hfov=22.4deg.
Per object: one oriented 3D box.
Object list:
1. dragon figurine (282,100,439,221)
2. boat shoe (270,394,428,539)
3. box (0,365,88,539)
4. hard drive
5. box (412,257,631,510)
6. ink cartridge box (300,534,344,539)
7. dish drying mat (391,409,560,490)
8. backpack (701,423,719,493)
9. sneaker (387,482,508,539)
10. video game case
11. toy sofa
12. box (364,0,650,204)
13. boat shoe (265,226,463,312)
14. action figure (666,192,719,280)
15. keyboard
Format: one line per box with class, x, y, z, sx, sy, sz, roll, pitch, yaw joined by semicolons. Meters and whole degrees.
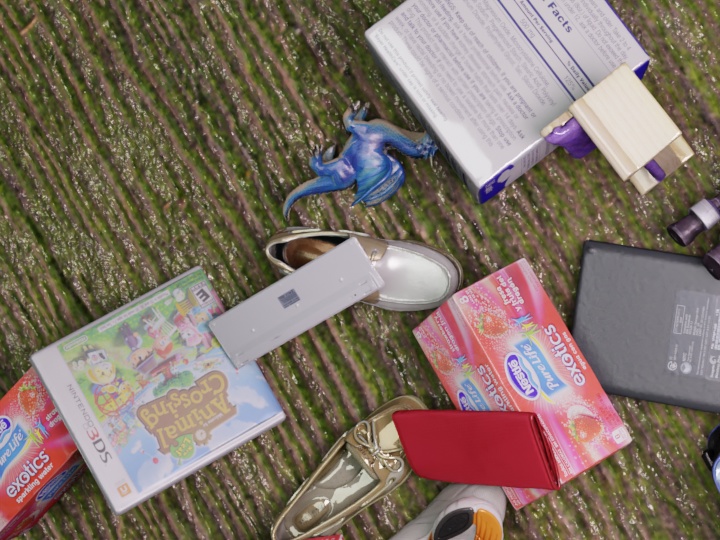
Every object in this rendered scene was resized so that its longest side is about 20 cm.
dragon figurine;0.005;-0.097;1.785;0.100;0.059;0.200;46;104;13
boat shoe;-0.009;0.202;1.797;0.200;0.063;0.073;-41;79;16
box;-0.342;0.185;1.895;0.200;0.095;0.100;-45;78;15
hard drive;0.296;0.055;1.702;0.198;0.033;0.141;10;95;18
box;0.149;0.107;1.703;0.201;0.094;0.103;60;150;8
ink cartridge box;-0.095;0.353;1.794;0.198;0.084;0.146;-11;116;18
dish drying mat;0.107;0.164;1.688;0.199;0.018;0.078;-5;108;52
backpack;0.427;0.183;1.595;0.199;0.147;0.184;-33;97;9
sneaker;0.078;0.259;1.770;0.076;0.092;0.200;45;129;-11
video game case;-0.203;0.119;1.828;0.199;0.022;0.183;-28;81;-17
toy sofa;0.234;-0.114;1.631;0.097;0.200;0.083;-39;80;9
box;0.136;-0.197;1.688;0.199;0.105;0.185;-36;80;0
boat shoe;0.000;0.000;1.784;0.198;0.068;0.076;8;95;19
action figure;0.372;-0.086;1.655;0.200;0.069;0.130;-43;71;1
keyboard;-0.065;0.034;1.783;0.199;0.011;0.057;-30;91;30
